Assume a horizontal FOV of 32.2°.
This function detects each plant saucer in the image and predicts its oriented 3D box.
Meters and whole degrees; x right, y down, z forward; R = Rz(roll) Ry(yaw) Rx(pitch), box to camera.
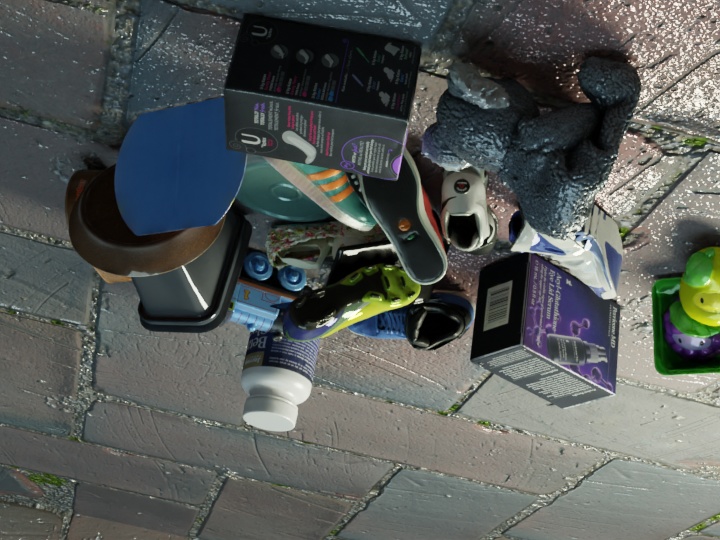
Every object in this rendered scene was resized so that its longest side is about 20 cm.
[{"bbox_3d":[-0.270,-0.078,1.564,0.200,0.201,0.035,6,140,7],"label":"plant saucer"},{"bbox_3d":[-0.094,-0.113,1.608,0.199,0.036,0.200,8,153,4],"label":"plant saucer"}]

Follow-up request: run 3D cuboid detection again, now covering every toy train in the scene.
[{"bbox_3d":[-0.166,0.034,1.830,0.200,0.115,0.087,19,152,-18],"label":"toy train"}]

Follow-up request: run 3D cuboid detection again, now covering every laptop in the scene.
[{"bbox_3d":[0.000,0.000,1.727,0.187,0.116,0.200,-10,136,-32],"label":"laptop"}]

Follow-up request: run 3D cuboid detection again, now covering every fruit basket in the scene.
[{"bbox_3d":[0.481,0.057,1.645,0.215,0.156,0.216,0,169,0],"label":"fruit basket"}]

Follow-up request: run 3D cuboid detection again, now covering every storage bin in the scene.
[{"bbox_3d":[-0.245,-0.038,1.650,0.145,0.200,0.134,1,141,17],"label":"storage bin"}]

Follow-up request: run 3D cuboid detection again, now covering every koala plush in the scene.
[{"bbox_3d":[0.168,-0.144,1.334,0.200,0.184,0.177,23,152,-1],"label":"koala plush"}]

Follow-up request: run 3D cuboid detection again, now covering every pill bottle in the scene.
[{"bbox_3d":[-0.124,0.142,1.931,0.111,0.201,0.111,7,153,4],"label":"pill bottle"}]

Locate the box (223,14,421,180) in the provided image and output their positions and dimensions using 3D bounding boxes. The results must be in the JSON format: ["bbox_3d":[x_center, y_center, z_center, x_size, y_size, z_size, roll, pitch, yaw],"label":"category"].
[{"bbox_3d":[-0.042,-0.188,1.365,0.199,0.106,0.122,10,151,0],"label":"box"}]

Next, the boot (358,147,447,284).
[{"bbox_3d":[0.052,-0.094,1.561,0.072,0.144,0.200,-20,108,10],"label":"boot"}]

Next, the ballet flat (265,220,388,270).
[{"bbox_3d":[-0.043,-0.033,1.716,0.199,0.064,0.076,-7,148,28],"label":"ballet flat"}]

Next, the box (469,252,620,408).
[{"bbox_3d":[0.264,0.088,1.757,0.200,0.148,0.104,26,148,-32],"label":"box"}]

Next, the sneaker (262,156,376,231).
[{"bbox_3d":[-0.035,-0.123,1.507,0.080,0.071,0.200,-46,126,10],"label":"sneaker"}]

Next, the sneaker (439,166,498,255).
[{"bbox_3d":[0.133,-0.054,1.592,0.074,0.089,0.200,0,153,15],"label":"sneaker"}]

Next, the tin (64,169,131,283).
[{"bbox_3d":[-0.348,-0.059,1.714,0.042,0.112,0.200,2,153,15],"label":"tin"}]

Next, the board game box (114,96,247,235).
[{"bbox_3d":[-0.210,-0.120,1.514,0.199,0.159,0.039,-7,165,30],"label":"board game box"}]

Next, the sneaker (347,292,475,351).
[{"bbox_3d":[0.064,0.071,1.818,0.199,0.077,0.111,0,-169,12],"label":"sneaker"}]

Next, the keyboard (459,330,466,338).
[{"bbox_3d":[0.067,0.078,1.923,0.199,0.040,0.104,11,154,-5],"label":"keyboard"}]

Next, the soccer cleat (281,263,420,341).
[{"bbox_3d":[-0.015,0.042,1.627,0.200,0.065,0.084,-17,163,-28],"label":"soccer cleat"}]

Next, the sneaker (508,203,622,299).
[{"bbox_3d":[0.254,-0.045,1.590,0.115,0.081,0.199,-5,143,33],"label":"sneaker"}]
